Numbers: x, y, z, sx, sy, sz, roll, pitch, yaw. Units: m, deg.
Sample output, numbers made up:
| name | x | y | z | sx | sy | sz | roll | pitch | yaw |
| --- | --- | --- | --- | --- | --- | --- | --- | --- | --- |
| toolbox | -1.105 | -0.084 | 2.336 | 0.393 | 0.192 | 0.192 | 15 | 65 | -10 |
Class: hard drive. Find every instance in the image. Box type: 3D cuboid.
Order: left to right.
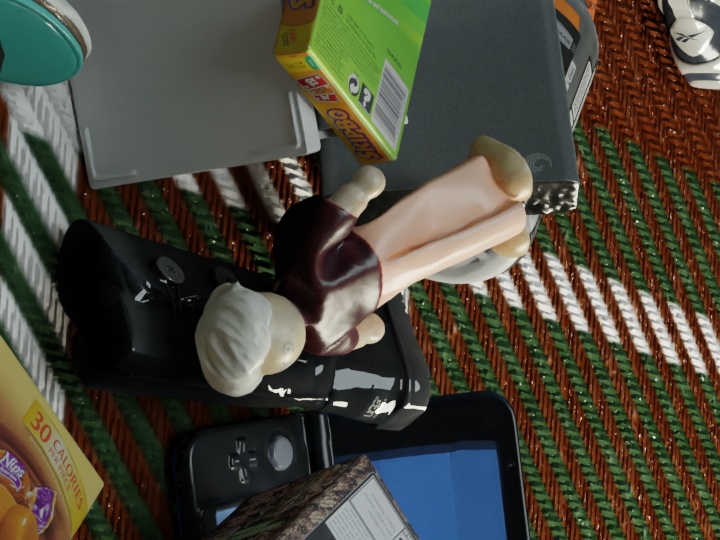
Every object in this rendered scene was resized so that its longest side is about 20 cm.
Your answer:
| name | x | y | z | sx | sy | sz | roll | pitch | yaw |
| --- | --- | --- | --- | --- | --- | --- | --- | --- | --- |
| hard drive | 0.043 | -0.113 | 1.468 | 0.033 | 0.139 | 0.200 | 89 | -2 | -52 |

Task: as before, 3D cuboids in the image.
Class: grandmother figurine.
| name | x | y | z | sx | sy | sz | roll | pitch | yaw |
| --- | --- | --- | --- | --- | --- | --- | --- | --- | --- |
| grandmother figurine | 0.000 | 0.000 | 1.311 | 0.200 | 0.061 | 0.121 | -31 | 132 | -28 |

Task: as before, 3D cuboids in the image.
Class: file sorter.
| name | x | y | z | sx | sy | sz | roll | pitch | yaw |
| --- | --- | --- | --- | --- | --- | --- | --- | --- | --- |
| file sorter | -0.069 | -0.157 | 1.359 | 0.124 | 0.139 | 0.200 | -17 | 98 | -57 |

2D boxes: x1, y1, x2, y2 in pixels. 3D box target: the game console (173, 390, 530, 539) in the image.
| name | x | y | z | sx | sy | sz | roll | pitch | yaw |
| --- | --- | --- | --- | --- | --- | --- | --- | --- | --- |
| game console | 0.002 | 0.174 | 1.415 | 0.171 | 0.118 | 0.200 | -6 | 88 | -55 |

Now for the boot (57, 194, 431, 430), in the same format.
| name | x | y | z | sx | sy | sz | roll | pitch | yaw |
| --- | --- | --- | --- | --- | --- | --- | --- | --- | --- |
| boot | -0.073 | 0.007 | 1.381 | 0.200 | 0.066 | 0.165 | 9 | 36 | -35 |

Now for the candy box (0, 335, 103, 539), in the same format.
| name | x | y | z | sx | sy | sz | roll | pitch | yaw |
| --- | --- | --- | --- | --- | --- | --- | --- | --- | --- |
| candy box | -0.208 | 0.069 | 1.189 | 0.200 | 0.056 | 0.117 | 61 | 41 | -30 |

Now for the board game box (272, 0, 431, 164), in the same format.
| name | x | y | z | sx | sy | sz | roll | pitch | yaw |
| --- | --- | --- | --- | --- | --- | --- | --- | --- | --- |
| board game box | 0.006 | -0.162 | 1.330 | 0.096 | 0.030 | 0.200 | 50 | 45 | -45 |

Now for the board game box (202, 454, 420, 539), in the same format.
| name | x | y | z | sx | sy | sz | roll | pitch | yaw |
| --- | --- | --- | --- | --- | --- | --- | --- | --- | --- |
| board game box | -0.039 | 0.216 | 1.291 | 0.200 | 0.097 | 0.160 | -40 | 102 | -45 |

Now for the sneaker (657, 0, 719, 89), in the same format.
| name | x | y | z | sx | sy | sz | roll | pitch | yaw |
| --- | --- | --- | --- | --- | --- | --- | --- | --- | --- |
| sneaker | 0.259 | -0.244 | 1.888 | 0.199 | 0.079 | 0.130 | -64 | 142 | -25 |

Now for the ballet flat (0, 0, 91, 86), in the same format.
| name | x | y | z | sx | sy | sz | roll | pitch | yaw |
| --- | --- | --- | --- | --- | --- | --- | --- | --- | --- |
| ballet flat | -0.202 | -0.141 | 1.238 | 0.200 | 0.069 | 0.070 | 15 | 72 | -52 |

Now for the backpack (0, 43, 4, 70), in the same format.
| name | x | y | z | sx | sy | sz | roll | pitch | yaw |
| --- | --- | --- | --- | --- | --- | --- | --- | --- | --- |
| backpack | -0.248 | -0.041 | 1.073 | 0.200 | 0.167 | 0.127 | -57 | 132 | -34 |

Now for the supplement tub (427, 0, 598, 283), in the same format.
| name | x | y | z | sx | sy | sz | roll | pitch | yaw |
| --- | --- | --- | --- | --- | --- | --- | --- | --- | --- |
| supplement tub | 0.069 | -0.102 | 1.557 | 0.123 | 0.122 | 0.200 | 53 | 44 | -35 |
